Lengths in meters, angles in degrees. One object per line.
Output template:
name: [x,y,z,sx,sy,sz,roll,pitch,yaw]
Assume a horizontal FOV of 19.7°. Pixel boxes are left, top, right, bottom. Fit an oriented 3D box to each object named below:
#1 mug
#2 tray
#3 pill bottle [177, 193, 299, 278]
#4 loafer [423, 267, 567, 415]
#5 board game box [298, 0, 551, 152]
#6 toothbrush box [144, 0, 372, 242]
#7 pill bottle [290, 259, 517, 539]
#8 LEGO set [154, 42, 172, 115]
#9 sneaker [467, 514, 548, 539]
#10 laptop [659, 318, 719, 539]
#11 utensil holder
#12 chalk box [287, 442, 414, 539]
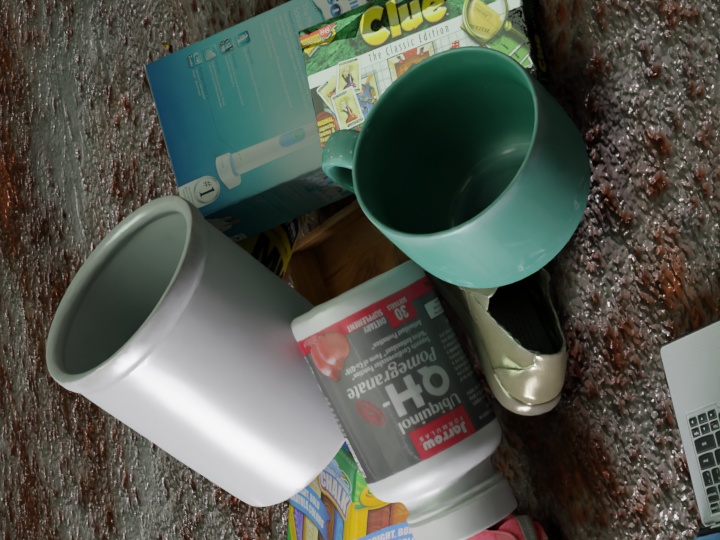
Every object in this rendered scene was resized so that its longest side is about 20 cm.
mug: [0.078,-0.073,1.476,0.152,0.114,0.185,-47,47,4]
tray: [0.000,0.000,1.771,0.200,0.037,0.099,-32,74,62]
pill bottle: [-0.117,-0.018,1.785,0.114,0.114,0.201,121,171,-51]
loafer: [0.104,0.008,1.537,0.201,0.075,0.068,62,145,22]
board game box: [0.045,-0.162,1.558,0.199,0.023,0.106,-19,76,33]
toothbrush box: [-0.057,-0.129,1.679,0.085,0.199,0.147,34,-145,-66]
pill bottle: [0.038,0.103,1.542,0.201,0.110,0.111,63,152,1]
LEGO set: [-0.142,-0.124,1.944,0.200,0.115,0.155,32,124,58]
sneaker: [0.121,0.232,1.551,0.200,0.073,0.088,34,123,55]
laptop: [0.217,0.127,1.281,0.187,0.115,0.202,-33,67,61]
utensil holder: [-0.117,0.068,1.608,0.170,0.200,0.171,-36,31,26]
chalk box: [0.021,0.171,1.681,0.124,0.124,0.202,40,132,54]
